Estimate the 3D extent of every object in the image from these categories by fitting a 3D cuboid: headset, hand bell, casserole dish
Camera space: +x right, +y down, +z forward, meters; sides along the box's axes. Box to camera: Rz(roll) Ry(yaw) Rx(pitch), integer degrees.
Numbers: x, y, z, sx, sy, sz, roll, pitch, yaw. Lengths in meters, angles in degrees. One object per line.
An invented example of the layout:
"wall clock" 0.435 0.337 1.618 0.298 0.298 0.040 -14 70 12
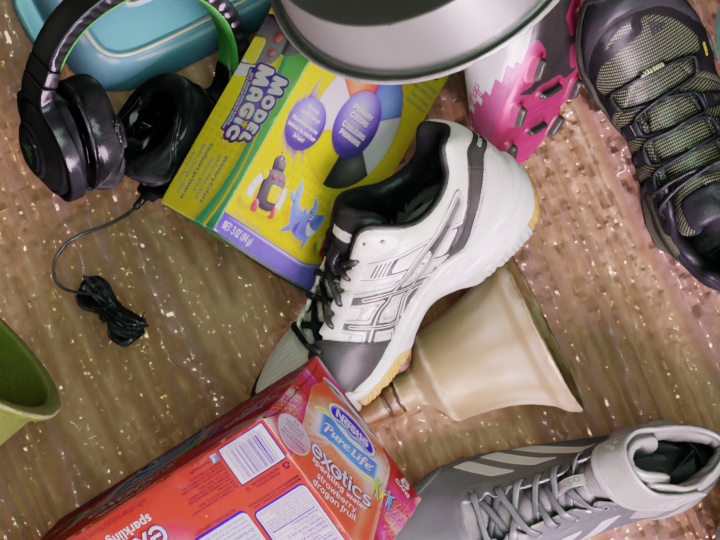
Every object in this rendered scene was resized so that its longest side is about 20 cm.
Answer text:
"headset" -0.121 -0.064 1.600 0.123 0.094 0.200 -1 120 -32
"hand bell" 0.012 0.074 1.647 0.200 0.104 0.104 -27 94 7
"casserole dish" -0.096 -0.180 1.642 0.200 0.039 0.121 -27 93 -5

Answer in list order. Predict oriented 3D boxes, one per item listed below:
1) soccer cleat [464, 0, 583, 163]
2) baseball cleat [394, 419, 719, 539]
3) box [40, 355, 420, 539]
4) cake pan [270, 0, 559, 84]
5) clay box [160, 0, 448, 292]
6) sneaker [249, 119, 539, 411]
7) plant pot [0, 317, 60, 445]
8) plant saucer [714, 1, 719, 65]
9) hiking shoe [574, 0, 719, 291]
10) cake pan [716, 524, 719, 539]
"soccer cleat" 0.079 -0.148 1.618 0.086 0.200 0.070 34 49 26
"baseball cleat" 0.106 0.118 1.635 0.200 0.106 0.070 -18 79 -12
"box" -0.081 0.145 1.576 0.200 0.095 0.100 -34 95 25
"cake pan" 0.032 -0.191 1.535 0.200 0.037 0.200 -14 58 23
"clay box" -0.015 -0.096 1.616 0.048 0.115 0.200 28 87 36
"sneaker" 0.000 0.000 1.601 0.200 0.076 0.088 -48 128 1
"plant pot" -0.292 0.084 1.556 0.200 0.200 0.190 38 97 -6
"plant saucer" 0.296 -0.128 1.639 0.201 0.039 0.201 4 56 -6
"hiking shoe" 0.179 -0.071 1.610 0.076 0.101 0.200 -29 126 -3
"cake pan" 0.281 0.170 1.663 0.200 0.037 0.200 2 83 -21
